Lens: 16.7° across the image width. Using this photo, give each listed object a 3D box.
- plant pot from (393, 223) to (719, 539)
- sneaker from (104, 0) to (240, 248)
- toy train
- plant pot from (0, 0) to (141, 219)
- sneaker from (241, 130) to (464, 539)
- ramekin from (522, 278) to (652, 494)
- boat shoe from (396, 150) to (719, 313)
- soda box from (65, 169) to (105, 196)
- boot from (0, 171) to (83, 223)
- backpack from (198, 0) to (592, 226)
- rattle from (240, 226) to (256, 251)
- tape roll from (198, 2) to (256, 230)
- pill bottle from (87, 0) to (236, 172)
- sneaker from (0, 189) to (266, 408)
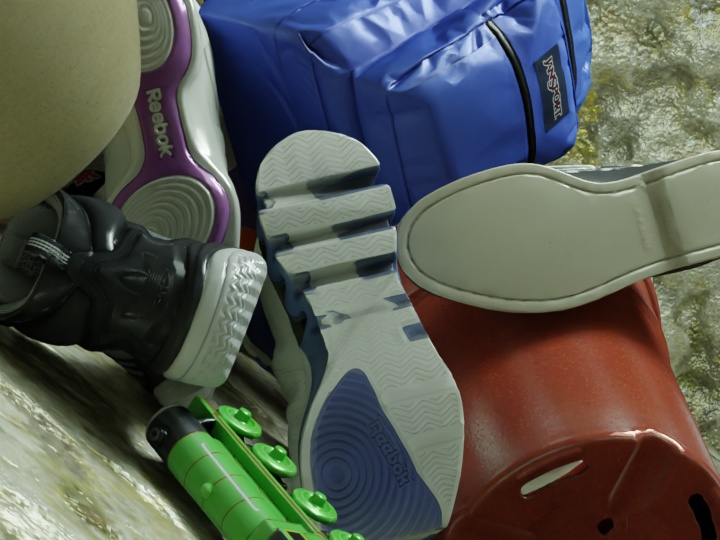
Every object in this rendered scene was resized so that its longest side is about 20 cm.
[{"bbox_3d":[0.087,0.093,1.222,0.201,0.201,0.195,36,14,-28],"label":"plant pot"},{"bbox_3d":[-0.095,-0.057,1.263,0.075,0.200,0.100,-3,-3,6],"label":"sneaker"},{"bbox_3d":[-0.027,0.117,1.006,0.056,0.042,0.200,16,21,-48],"label":"toy train"},{"bbox_3d":[-0.172,-0.100,1.040,0.135,0.200,0.200,49,1,-27],"label":"plant pot"},{"bbox_3d":[-0.009,0.043,1.162,0.115,0.080,0.200,120,-40,-72],"label":"sneaker"},{"bbox_3d":[0.099,0.040,1.421,0.105,0.201,0.200,6,-8,22],"label":"ramekin"},{"bbox_3d":[0.104,-0.018,1.202,0.063,0.200,0.073,161,-81,-70],"label":"boat shoe"},{"bbox_3d":[-0.167,-0.095,1.538,0.063,0.071,0.200,44,6,-6],"label":"soda box"},{"bbox_3d":[-0.221,-0.097,1.200,0.144,0.071,0.201,48,14,16],"label":"boot"},{"bbox_3d":[0.041,-0.111,1.333,0.168,0.200,0.163,25,-41,38],"label":"backpack"},{"bbox_3d":[0.000,0.000,1.397,0.130,0.143,0.200,58,-3,42],"label":"rattle"},{"bbox_3d":[-0.040,-0.087,1.538,0.200,0.085,0.200,49,24,-30],"label":"tape roll"},{"bbox_3d":[-0.154,-0.115,1.350,0.200,0.114,0.114,12,24,-42],"label":"pill bottle"},{"bbox_3d":[-0.109,0.010,1.101,0.114,0.076,0.200,21,-10,-5],"label":"sneaker"}]
